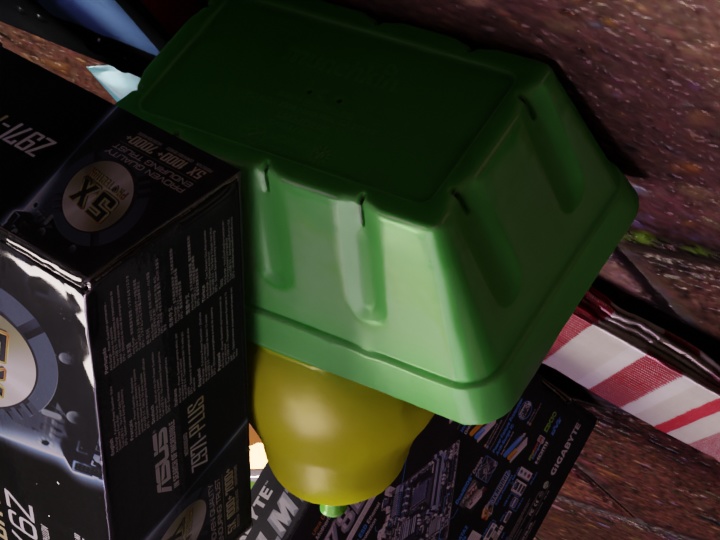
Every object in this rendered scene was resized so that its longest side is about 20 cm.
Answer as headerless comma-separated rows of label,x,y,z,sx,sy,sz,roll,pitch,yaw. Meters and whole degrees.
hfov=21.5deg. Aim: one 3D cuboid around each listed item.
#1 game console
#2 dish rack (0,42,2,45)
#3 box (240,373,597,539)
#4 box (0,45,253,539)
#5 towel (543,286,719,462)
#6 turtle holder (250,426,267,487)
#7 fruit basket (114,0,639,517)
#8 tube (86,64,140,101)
game console,-0.160,-0.150,0.833,0.177,0.031,0.200,19,162,30
dish rack,-0.180,-0.060,0.988,0.200,0.055,0.153,43,-170,-16
box,0.028,0.128,1.070,0.050,0.200,0.198,24,173,44
box,-0.133,0.025,0.782,0.164,0.086,0.200,28,137,28
towel,0.135,0.045,0.989,0.200,0.023,0.144,29,167,1
turtle holder,-0.006,0.105,1.161,0.186,0.141,0.132,45,158,-22
fruit basket,0.000,0.000,0.802,0.216,0.156,0.216,27,151,16
tube,-0.056,-0.046,0.975,0.077,0.050,0.200,-5,146,30
